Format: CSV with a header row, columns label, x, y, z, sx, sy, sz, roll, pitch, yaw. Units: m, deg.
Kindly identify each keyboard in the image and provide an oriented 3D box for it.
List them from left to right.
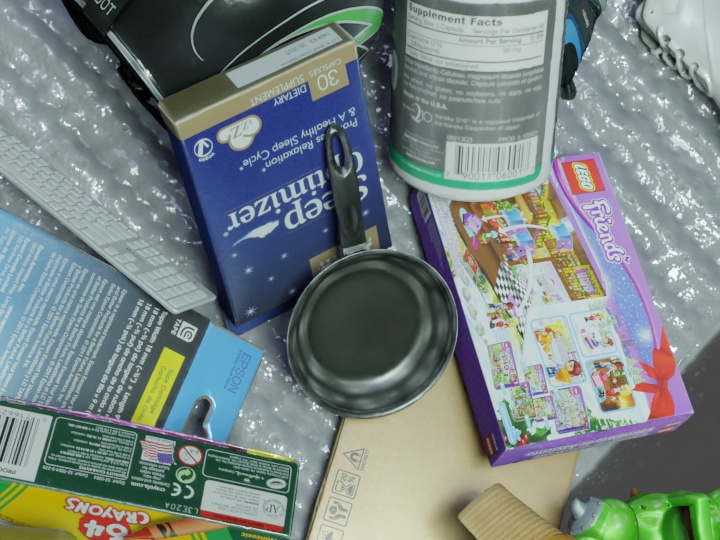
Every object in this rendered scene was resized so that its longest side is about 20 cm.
label,x,y,z,sx,sy,sz,roll,pitch,yaw
keyboard,-0.180,-0.037,0.897,0.200,0.056,0.011,37,103,12

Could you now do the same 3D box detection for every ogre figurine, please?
label,x,y,z,sx,sy,sz,roll,pitch,yaw
ogre figurine,0.205,0.201,0.906,0.199,0.098,0.121,-2,88,0

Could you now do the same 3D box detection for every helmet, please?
label,x,y,z,sx,sy,sz,roll,pitch,yaw
helmet,-0.077,-0.183,0.902,0.191,0.200,0.200,-40,86,-6

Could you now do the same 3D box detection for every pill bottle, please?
label,x,y,z,sx,sy,sz,roll,pitch,yaw
pill bottle,0.076,-0.156,0.901,0.112,0.113,0.201,-5,120,-12

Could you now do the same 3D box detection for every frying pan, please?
label,x,y,z,sx,sy,sz,roll,pitch,yaw
frying pan,-0.013,0.011,0.884,0.115,0.031,0.190,-37,114,-3

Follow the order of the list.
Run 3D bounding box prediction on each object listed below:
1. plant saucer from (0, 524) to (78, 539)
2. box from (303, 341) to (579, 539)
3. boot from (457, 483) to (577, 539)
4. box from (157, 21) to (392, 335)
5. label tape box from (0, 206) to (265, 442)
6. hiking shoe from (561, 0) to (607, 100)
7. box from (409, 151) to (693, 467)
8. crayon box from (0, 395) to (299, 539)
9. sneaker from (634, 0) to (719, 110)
label,x,y,z,sx,sy,sz,roll,pitch,yaw
plant saucer,-0.198,0.201,0.762,0.199,0.201,0.049,0,39,24
box,0.065,0.120,0.937,0.163,0.021,0.201,19,73,-5
boot,0.069,0.242,0.841,0.201,0.071,0.144,-45,63,1
box,-0.045,-0.044,0.877,0.121,0.201,0.032,-28,46,-16
label tape box,-0.180,0.070,0.874,0.200,0.063,0.145,30,71,-21
hiking shoe,0.086,-0.194,0.974,0.199,0.074,0.087,19,79,-24
box,0.125,0.022,0.941,0.136,0.039,0.201,-8,66,-17
crayon box,-0.150,0.158,0.807,0.199,0.173,0.058,13,45,-7
sneaker,0.251,-0.171,1.030,0.087,0.075,0.201,-16,73,-2
